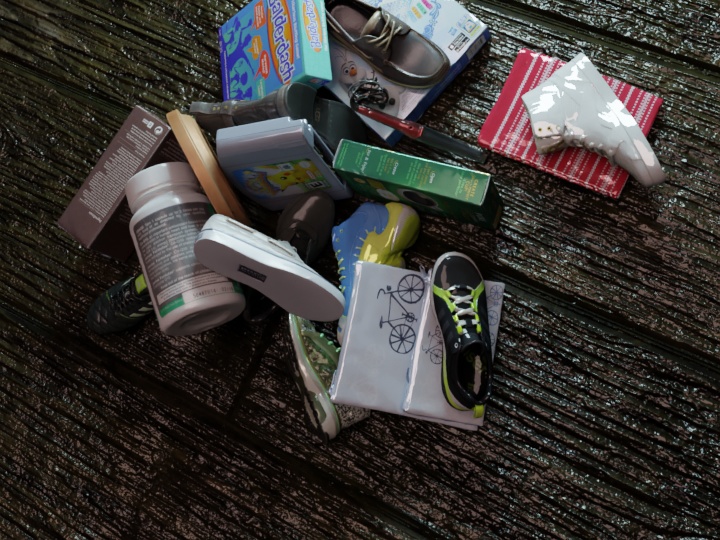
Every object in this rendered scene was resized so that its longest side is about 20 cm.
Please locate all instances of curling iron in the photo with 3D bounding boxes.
[{"bbox_3d":[0.074,-0.188,1.303,0.199,0.026,0.050,29,119,-4],"label":"curling iron"}]

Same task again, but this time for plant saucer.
[{"bbox_3d":[-0.192,-0.121,1.320,0.032,0.200,0.201,-29,72,-3],"label":"plant saucer"}]

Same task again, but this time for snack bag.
[{"bbox_3d":[0.071,0.088,1.249,0.199,0.021,0.190,12,84,-8],"label":"snack bag"}]

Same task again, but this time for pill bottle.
[{"bbox_3d":[-0.227,-0.028,1.283,0.113,0.113,0.201,-24,75,12],"label":"pill bottle"}]

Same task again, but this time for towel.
[{"bbox_3d":[0.263,-0.189,1.285,0.199,0.022,0.145,25,86,18],"label":"towel"}]

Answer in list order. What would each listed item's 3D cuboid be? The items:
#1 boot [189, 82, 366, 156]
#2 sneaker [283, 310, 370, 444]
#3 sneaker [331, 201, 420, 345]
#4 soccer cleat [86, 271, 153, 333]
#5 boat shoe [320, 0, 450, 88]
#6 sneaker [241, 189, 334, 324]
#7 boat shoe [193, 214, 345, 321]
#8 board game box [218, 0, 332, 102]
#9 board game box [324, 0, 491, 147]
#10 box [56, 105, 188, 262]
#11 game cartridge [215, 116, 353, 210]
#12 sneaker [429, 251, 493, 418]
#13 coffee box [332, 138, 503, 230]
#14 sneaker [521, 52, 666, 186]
[{"bbox_3d":[-0.105,-0.187,1.338,0.174,0.200,0.070,-5,65,39],"label":"boot"},{"bbox_3d":[-0.044,0.121,1.311,0.088,0.077,0.201,-14,72,-18],"label":"sneaker"},{"bbox_3d":[0.000,0.000,1.313,0.105,0.076,0.201,22,82,34],"label":"sneaker"},{"bbox_3d":[-0.299,0.028,1.385,0.199,0.081,0.068,-24,74,12],"label":"soccer cleat"},{"bbox_3d":[0.023,-0.299,1.305,0.199,0.073,0.075,30,91,19],"label":"boat shoe"},{"bbox_3d":[-0.092,-0.011,1.312,0.076,0.091,0.201,28,99,-13],"label":"sneaker"},{"bbox_3d":[-0.105,-0.006,1.235,0.199,0.072,0.066,24,47,-6],"label":"boat shoe"},{"bbox_3d":[-0.119,-0.292,1.354,0.200,0.045,0.153,-21,70,49],"label":"board game box"},{"bbox_3d":[0.037,-0.306,1.364,0.200,0.043,0.199,-47,72,4],"label":"board game box"},{"bbox_3d":[-0.321,-0.118,1.411,0.075,0.100,0.200,33,90,21],"label":"box"},{"bbox_3d":[-0.100,-0.131,1.291,0.133,0.200,0.041,-5,70,17],"label":"game cartridge"},{"bbox_3d":[0.133,0.074,1.208,0.071,0.083,0.201,-7,87,-13],"label":"sneaker"},{"bbox_3d":[0.076,-0.107,1.276,0.199,0.123,0.044,16,82,20],"label":"coffee box"},{"bbox_3d":[0.276,-0.158,1.231,0.115,0.074,0.200,-33,63,7],"label":"sneaker"}]
